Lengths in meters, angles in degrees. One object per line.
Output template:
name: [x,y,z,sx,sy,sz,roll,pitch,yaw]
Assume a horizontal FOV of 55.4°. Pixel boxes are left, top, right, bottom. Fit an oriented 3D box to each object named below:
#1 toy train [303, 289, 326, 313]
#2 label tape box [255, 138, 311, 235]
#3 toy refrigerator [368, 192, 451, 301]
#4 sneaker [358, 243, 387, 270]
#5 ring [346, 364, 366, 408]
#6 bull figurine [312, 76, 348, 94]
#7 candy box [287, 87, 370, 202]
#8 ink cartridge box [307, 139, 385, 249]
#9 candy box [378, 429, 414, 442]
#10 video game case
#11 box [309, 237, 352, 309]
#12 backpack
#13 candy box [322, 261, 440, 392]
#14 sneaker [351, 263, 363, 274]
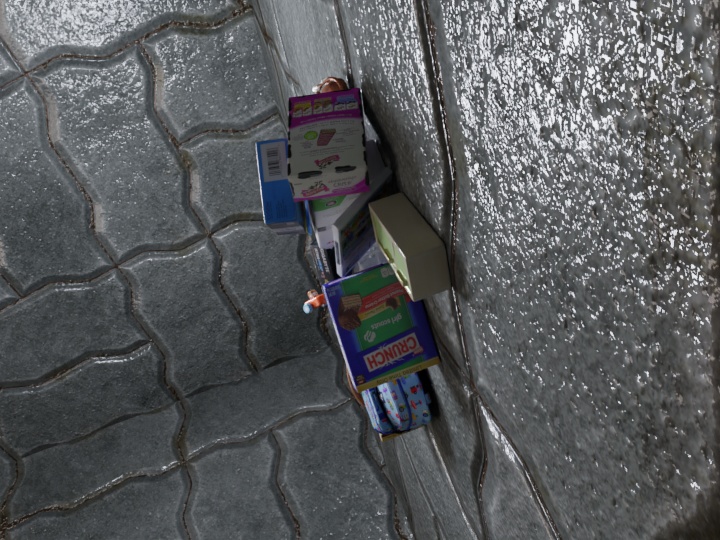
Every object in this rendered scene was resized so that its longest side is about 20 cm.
toy train: [-0.049,0.039,1.671,0.149,0.197,0.057,-28,86,46]
label tape box: [-0.140,-0.144,1.272,0.200,0.061,0.149,64,-161,-84]
toy refrigerator: [0.070,-0.041,1.060,0.201,0.068,0.078,-119,13,-58]
sneaker: [0.035,-0.014,1.427,0.081,0.075,0.204,54,-164,-60]
ring: [0.034,0.236,1.650,0.019,0.198,0.206,-14,95,42]
bull figurine: [-0.043,-0.280,1.343,0.120,0.064,0.205,27,133,49]
candy box: [-0.056,-0.218,1.174,0.062,0.132,0.204,79,-174,-51]
ink cartridge box: [-0.028,-0.137,1.289,0.201,0.142,0.086,89,162,-66]
candy box: [0.072,0.311,1.725,0.057,0.114,0.203,81,168,-57]
video game case: [0.005,-0.081,1.226,0.018,0.143,0.201,38,162,15]
box: [-0.034,-0.034,1.538,0.201,0.045,0.163,-51,-46,-50]
backpack: [0.079,0.266,1.499,0.200,0.131,0.187,126,125,-78]
candy box: [0.037,0.099,1.264,0.077,0.165,0.205,-149,40,-84]
sneaker: [0.000,0.000,1.491,0.081,0.073,0.205,-31,52,41]
